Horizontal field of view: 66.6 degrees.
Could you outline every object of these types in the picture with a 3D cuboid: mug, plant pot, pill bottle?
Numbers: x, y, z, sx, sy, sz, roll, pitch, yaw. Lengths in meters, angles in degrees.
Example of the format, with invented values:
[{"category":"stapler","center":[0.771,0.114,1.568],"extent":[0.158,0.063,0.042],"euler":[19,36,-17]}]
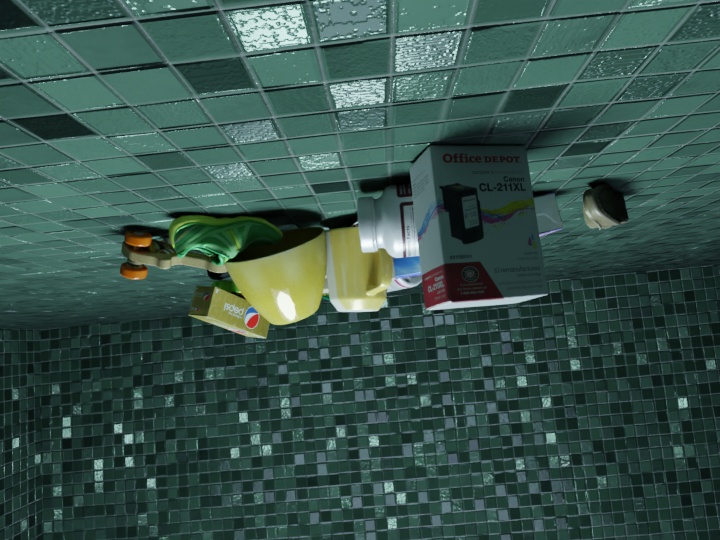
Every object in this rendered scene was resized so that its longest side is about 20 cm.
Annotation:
[{"category":"mug","center":[-0.008,0.001,1.072],"extent":[0.146,0.157,0.187],"euler":[-1,174,5]},{"category":"plant pot","center":[-0.146,0.017,1.042],"extent":[0.196,0.145,0.200],"euler":[-13,-165,4]},{"category":"pill bottle","center":[0.072,-0.001,1.451],"extent":[0.111,0.116,0.199],"euler":[0,171,-34]},{"category":"pill bottle","center":[0.096,-0.081,0.853],"extent":[0.195,0.116,0.113],"euler":[-5,173,4]}]

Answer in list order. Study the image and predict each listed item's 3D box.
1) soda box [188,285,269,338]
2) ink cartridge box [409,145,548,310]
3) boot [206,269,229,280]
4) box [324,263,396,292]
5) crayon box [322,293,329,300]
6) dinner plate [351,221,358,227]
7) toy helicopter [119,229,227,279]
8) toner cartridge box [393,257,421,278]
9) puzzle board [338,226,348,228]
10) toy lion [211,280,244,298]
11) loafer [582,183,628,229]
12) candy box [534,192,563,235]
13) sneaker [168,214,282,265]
[{"category":"soda box","center":[-0.290,0.097,1.240],"extent":[0.063,0.069,0.199],"euler":[1,162,32]},{"category":"ink cartridge box","center":[0.152,-0.057,0.727],"extent":[0.143,0.205,0.083],"euler":[-4,170,-15]},{"category":"boot","center":[-0.236,-0.023,1.230],"extent":[0.160,0.075,0.197],"euler":[3,165,-42]},{"category":"box","center":[-0.026,-0.007,1.236],"extent":[0.196,0.097,0.078],"euler":[-10,174,-10]},{"category":"crayon box","center":[-0.059,0.014,1.391],"extent":[0.057,0.121,0.200],"euler":[16,178,11]},{"category":"dinner plate","center":[0.078,-0.098,1.061],"extent":[0.195,0.025,0.200],"euler":[-6,172,-1]},{"category":"toy helicopter","center":[-0.348,-0.028,1.041],"extent":[0.196,0.080,0.132],"euler":[12,-165,-12]},{"category":"toner cartridge box","center":[0.143,-0.041,1.271],"extent":[0.197,0.097,0.043],"euler":[-11,171,35]},{"category":"puzzle board","center":[-0.021,-0.069,1.248],"extent":[0.149,0.018,0.198],"euler":[-12,170,42]},{"category":"toy lion","center":[-0.254,0.055,1.312],"extent":[0.187,0.070,0.200],"euler":[1,168,6]},{"category":"loafer","center":[0.448,-0.110,1.023],"extent":[0.067,0.078,0.198],"euler":[-18,167,36]},{"category":"candy box","center":[0.259,-0.079,1.063],"extent":[0.164,0.073,0.200],"euler":[-13,176,-19]},{"category":"sneaker","center":[-0.234,-0.050,0.963],"extent":[0.196,0.086,0.074],"euler":[-2,172,-27]}]
